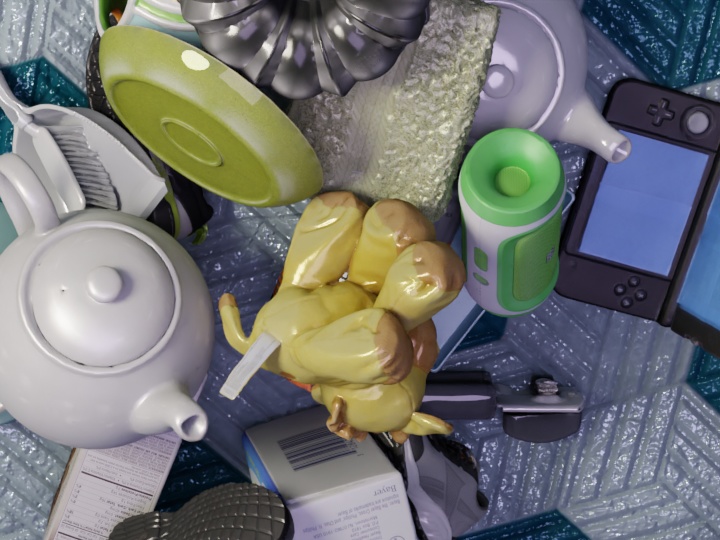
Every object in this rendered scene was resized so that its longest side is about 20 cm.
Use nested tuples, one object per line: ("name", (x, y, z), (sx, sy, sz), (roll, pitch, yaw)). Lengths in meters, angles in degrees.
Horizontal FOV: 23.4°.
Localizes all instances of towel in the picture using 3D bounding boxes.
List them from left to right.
("towel", (0.018, -0.129, 1.320), (0.148, 0.037, 0.201), (19, 116, 1))

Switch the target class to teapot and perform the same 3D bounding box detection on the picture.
("teapot", (-0.201, 0.029, 1.316), (0.199, 0.146, 0.198), (12, 67, -5))
("teapot", (0.094, -0.167, 1.393), (0.199, 0.146, 0.198), (-15, 107, 1))

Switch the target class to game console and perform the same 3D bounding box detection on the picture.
("game console", (0.273, -0.039, 1.461), (0.171, 0.119, 0.201), (15, 105, -9))

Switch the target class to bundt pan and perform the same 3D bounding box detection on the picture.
("bundt pan", (-0.039, -0.208, 1.215), (0.201, 0.076, 0.203), (0, 118, 0))

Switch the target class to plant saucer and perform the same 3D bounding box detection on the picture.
("plant saucer", (-0.120, -0.106, 1.304), (0.200, 0.200, 0.031), (37, 71, -14))
("plant saucer", (0.098, -0.008, 1.509), (0.070, 0.019, 0.200), (35, 102, -14))

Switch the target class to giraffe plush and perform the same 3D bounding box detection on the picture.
("giraffe plush", (0.005, 0.061, 1.333), (0.200, 0.173, 0.162), (-41, 136, 1))

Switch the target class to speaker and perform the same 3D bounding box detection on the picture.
("speaker", (0.121, -0.034, 1.392), (0.088, 0.200, 0.089), (-2, 66, 3))

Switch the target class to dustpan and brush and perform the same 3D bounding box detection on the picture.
("dustpan and brush", (-0.255, -0.106, 1.420), (0.140, 0.057, 0.201), (-45, 72, 41))

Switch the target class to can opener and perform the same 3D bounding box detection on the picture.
("can opener", (0.101, 0.121, 1.530), (0.199, 0.053, 0.067), (4, 108, -5))

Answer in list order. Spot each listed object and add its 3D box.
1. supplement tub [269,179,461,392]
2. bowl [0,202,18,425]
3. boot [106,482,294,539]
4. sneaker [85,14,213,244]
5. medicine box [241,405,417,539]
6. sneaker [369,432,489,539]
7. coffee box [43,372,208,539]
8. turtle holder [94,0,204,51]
("supplement tub", (0.000, 0.000, 1.449), (0.122, 0.123, 0.201), (21, 105, -10))
("bowl", (-0.320, 0.052, 1.449), (0.199, 0.105, 0.202), (-2, 108, -5))
("boot", (-0.102, 0.241, 1.412), (0.199, 0.070, 0.132), (-14, 133, 39))
("sneaker", (-0.168, -0.117, 1.440), (0.083, 0.072, 0.201), (-17, 102, -40))
("medicine box", (-0.017, 0.241, 1.483), (0.102, 0.182, 0.201), (-15, 108, -11))
("sneaker", (0.060, 0.166, 1.513), (0.079, 0.074, 0.201), (-31, 137, -8))
("coffee box", (-0.199, 0.144, 1.483), (0.079, 0.113, 0.201), (20, 105, -11))
("turtle holder", (-0.121, -0.209, 1.323), (0.131, 0.185, 0.142), (3, 89, -30))
